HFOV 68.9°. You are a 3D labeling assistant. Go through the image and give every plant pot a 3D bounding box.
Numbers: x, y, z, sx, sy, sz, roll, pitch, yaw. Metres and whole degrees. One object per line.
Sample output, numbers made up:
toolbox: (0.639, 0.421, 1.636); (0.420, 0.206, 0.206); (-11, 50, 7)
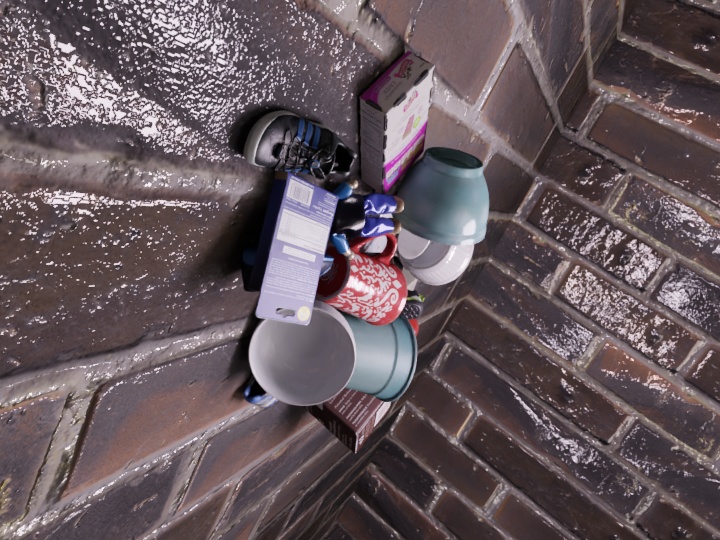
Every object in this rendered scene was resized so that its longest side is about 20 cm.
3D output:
plant pot: (-0.007, 0.180, 1.166); (0.192, 0.201, 0.204); (14, 114, -33)
plant pot: (0.167, -0.158, 1.027); (0.199, 0.197, 0.138); (-31, 140, -51)

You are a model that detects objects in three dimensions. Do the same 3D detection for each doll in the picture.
doll: (-0.012, -0.088, 0.912); (0.196, 0.048, 0.141); (-4, 108, -38)

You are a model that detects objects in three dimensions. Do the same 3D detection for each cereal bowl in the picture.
cereal bowl: (-0.104, 0.139, 0.965); (0.204, 0.196, 0.084); (-62, -170, 18)

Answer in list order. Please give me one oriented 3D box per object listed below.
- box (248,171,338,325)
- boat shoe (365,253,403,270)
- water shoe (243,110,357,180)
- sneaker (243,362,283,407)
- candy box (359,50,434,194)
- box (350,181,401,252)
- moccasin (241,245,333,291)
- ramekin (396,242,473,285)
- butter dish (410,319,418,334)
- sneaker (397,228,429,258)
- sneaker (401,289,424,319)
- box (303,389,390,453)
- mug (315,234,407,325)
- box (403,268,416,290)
box: (-0.099, -0.028, 0.772); (0.120, 0.032, 0.206); (17, 84, -54)
boat shoe: (0.057, -0.011, 1.264); (0.064, 0.074, 0.200); (-55, 159, 23)
water shoe: (-0.070, -0.163, 0.700); (0.199, 0.078, 0.073); (-24, 143, -58)
sneaker: (-0.162, 0.186, 1.037); (0.203, 0.076, 0.085); (-58, 157, 3)
candy box: (0.060, -0.250, 0.912); (0.137, 0.060, 0.202); (-48, 160, -23)
box: (0.063, -0.117, 1.162); (0.159, 0.041, 0.199); (-63, 162, 13)
moccasin: (-0.122, -0.003, 0.846); (0.197, 0.079, 0.070); (-1, 110, -53)
ramekin: (0.172, -0.074, 1.283); (0.093, 0.201, 0.206); (18, 106, -56)
butter dish: (0.107, 0.206, 1.564); (0.200, 0.147, 0.200); (-48, -179, -20)
sneaker: (0.148, -0.124, 1.208); (0.204, 0.074, 0.088); (-68, 170, 22)
sneaker: (0.062, 0.069, 1.293); (0.084, 0.194, 0.073); (-90, -165, -52)
box: (-0.035, 0.334, 1.388); (0.164, 0.198, 0.168); (-45, 158, -27)
mug: (-0.009, 0.004, 1.037); (0.198, 0.130, 0.183); (22, 64, -54)
box: (0.066, 0.073, 1.411); (0.199, 0.077, 0.097); (-34, 152, -48)
